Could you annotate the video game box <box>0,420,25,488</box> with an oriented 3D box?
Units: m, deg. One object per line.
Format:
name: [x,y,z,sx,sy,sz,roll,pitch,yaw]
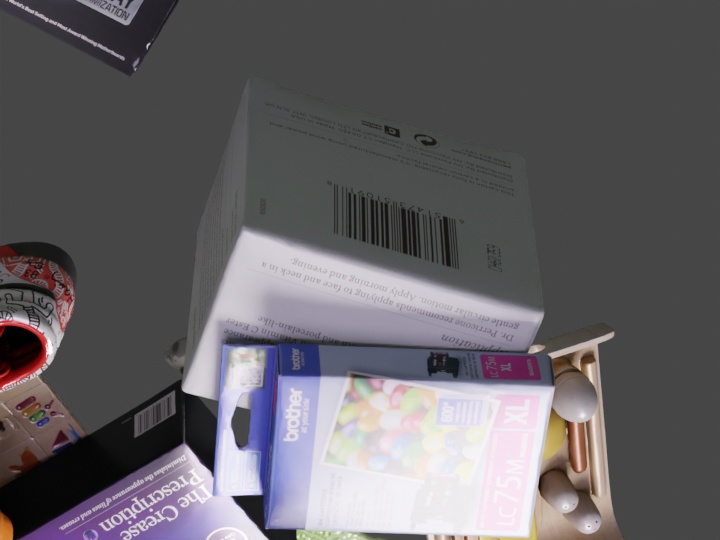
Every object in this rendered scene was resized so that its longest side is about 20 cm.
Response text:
video game box: [-0.334,0.170,1.808,0.199,0.047,0.183,2,125,-1]

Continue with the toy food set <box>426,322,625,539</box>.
toy food set: [0.116,0.139,1.749,0.143,0.060,0.201,-17,123,-15]

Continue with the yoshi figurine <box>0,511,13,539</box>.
yoshi figurine: [-0.299,0.138,1.617,0.112,0.112,0.200,-20,141,-1]

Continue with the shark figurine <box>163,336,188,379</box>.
shark figurine: [-0.018,0.079,1.734,0.214,0.090,0.128,32,152,-10]

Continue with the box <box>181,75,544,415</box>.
box: [0.000,0.000,1.605,0.198,0.200,0.131,16,120,-11]

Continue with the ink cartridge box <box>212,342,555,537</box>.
ink cartridge box: [0.012,0.104,1.531,0.199,0.042,0.120,4,123,-4]

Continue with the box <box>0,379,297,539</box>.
box: [-0.163,0.189,1.745,0.199,0.079,0.141,-31,122,14]

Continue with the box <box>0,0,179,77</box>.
box: [-0.189,-0.232,1.545,0.199,0.050,0.158,27,119,-16]

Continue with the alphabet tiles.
alphabet tiles: [-0.252,0.160,1.773,0.167,0.008,0.200,-28,119,15]

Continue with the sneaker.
sneaker: [-0.291,0.038,1.685,0.200,0.108,0.067,-8,123,5]
